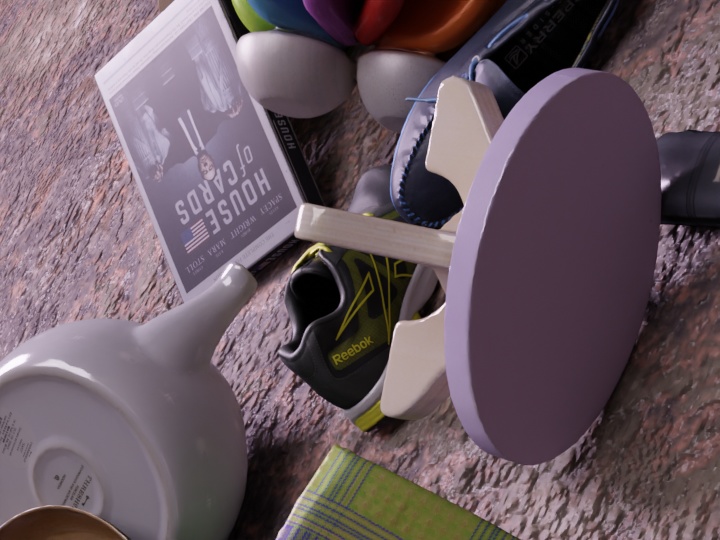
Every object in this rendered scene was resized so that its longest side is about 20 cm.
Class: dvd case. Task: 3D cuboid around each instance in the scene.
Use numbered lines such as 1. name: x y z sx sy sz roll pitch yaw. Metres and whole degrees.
1. dvd case: -0.110 -0.091 1.643 0.150 0.025 0.201 -36 70 40

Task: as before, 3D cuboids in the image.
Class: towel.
1. towel: -0.002 0.203 1.132 0.200 0.143 0.023 -62 -7 -6

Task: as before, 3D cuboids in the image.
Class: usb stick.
1. usb stick: 0.205 -0.045 1.142 0.200 0.033 0.056 6 66 62

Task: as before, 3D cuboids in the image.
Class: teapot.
1. teapot: -0.146 0.114 1.474 0.199 0.198 0.146 -10 13 34

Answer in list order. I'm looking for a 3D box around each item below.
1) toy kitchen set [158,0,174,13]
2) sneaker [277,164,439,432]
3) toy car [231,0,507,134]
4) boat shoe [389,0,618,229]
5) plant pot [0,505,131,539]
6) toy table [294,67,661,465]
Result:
1. toy kitchen set: -0.021 -0.186 1.695 0.200 0.181 0.163 19 34 32
2. sneaker: 0.000 0.000 1.403 0.074 0.085 0.200 -38 32 35
3. toy car: 0.004 -0.190 1.465 0.150 0.199 0.176 52 -129 -71
4. boat shoe: 0.083 -0.113 1.378 0.200 0.084 0.069 -60 13 2
5. plant pot: -0.174 0.243 1.405 0.200 0.027 0.201 1 92 38
6. toy table: 0.071 -0.008 1.199 0.117 0.184 0.201 13 80 50
